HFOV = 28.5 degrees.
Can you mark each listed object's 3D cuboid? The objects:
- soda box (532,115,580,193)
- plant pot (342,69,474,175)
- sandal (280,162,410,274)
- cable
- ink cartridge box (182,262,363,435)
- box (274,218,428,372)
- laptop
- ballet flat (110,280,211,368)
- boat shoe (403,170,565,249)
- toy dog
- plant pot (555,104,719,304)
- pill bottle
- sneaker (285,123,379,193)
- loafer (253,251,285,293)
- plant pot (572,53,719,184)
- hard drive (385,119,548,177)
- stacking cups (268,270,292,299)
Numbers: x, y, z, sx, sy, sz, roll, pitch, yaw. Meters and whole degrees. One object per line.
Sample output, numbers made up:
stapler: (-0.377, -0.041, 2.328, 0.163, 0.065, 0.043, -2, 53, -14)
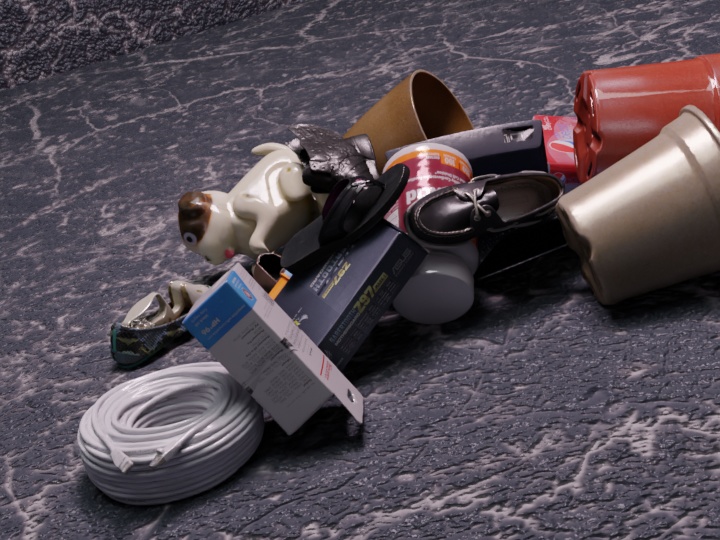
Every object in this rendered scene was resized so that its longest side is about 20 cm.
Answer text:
soda box: (0.280, -0.155, 1.972, 0.070, 0.064, 0.200, 4, 26, -2)
plant pot: (0.044, -0.146, 1.950, 0.200, 0.187, 0.186, -28, 13, 27)
sandal: (-0.027, -0.062, 1.602, 0.200, 0.048, 0.075, -35, 30, 30)
cable: (-0.194, 0.165, 1.477, 0.200, 0.069, 0.200, -25, 24, -30)
ink cartridge box: (-0.087, 0.094, 1.465, 0.068, 0.200, 0.116, -42, 6, 8)
box: (-0.028, 0.027, 1.608, 0.200, 0.051, 0.158, -54, 29, -1)
laptop: (0.196, -0.069, 1.777, 0.177, 0.104, 0.200, -20, 37, -19)
ballet flat: (-0.237, 0.051, 1.787, 0.074, 0.075, 0.200, 4, 27, 37)
boat shoe: (0.144, -0.073, 1.613, 0.199, 0.074, 0.060, -8, -15, -26)
toy dog: (-0.149, -0.082, 1.911, 0.199, 0.194, 0.140, -23, -20, -11)
plant pot: (0.328, -0.056, 1.594, 0.183, 0.201, 0.201, -25, 21, 2)
pill bottle: (0.083, -0.044, 1.685, 0.114, 0.114, 0.201, -9, 50, 10)
sneaker: (-0.027, -0.116, 1.824, 0.104, 0.060, 0.200, -9, 51, -10)
loafer: (-0.071, 0.018, 1.767, 0.200, 0.071, 0.073, 8, 29, 42)
plant pot: (0.373, -0.177, 1.764, 0.194, 0.202, 0.201, -1, 21, -3)
hard drive: (0.140, -0.122, 1.798, 0.199, 0.135, 0.042, -11, 56, 5)
stacking cups: (-0.060, 0.006, 1.706, 0.200, 0.060, 0.060, -54, 30, -4)
